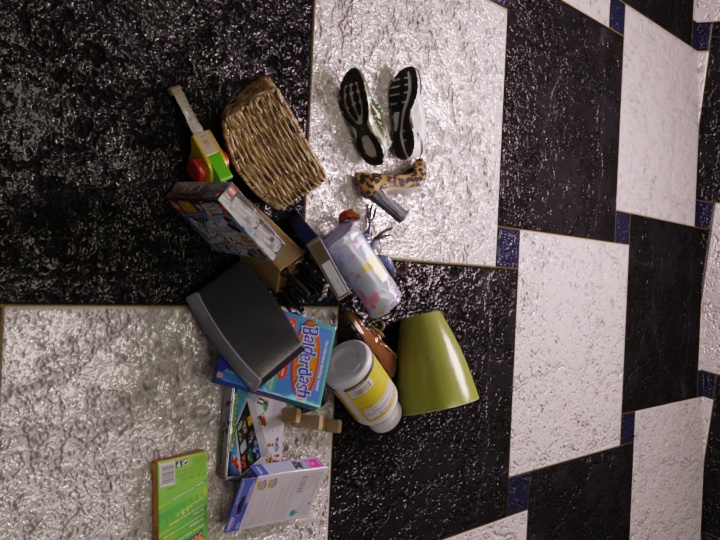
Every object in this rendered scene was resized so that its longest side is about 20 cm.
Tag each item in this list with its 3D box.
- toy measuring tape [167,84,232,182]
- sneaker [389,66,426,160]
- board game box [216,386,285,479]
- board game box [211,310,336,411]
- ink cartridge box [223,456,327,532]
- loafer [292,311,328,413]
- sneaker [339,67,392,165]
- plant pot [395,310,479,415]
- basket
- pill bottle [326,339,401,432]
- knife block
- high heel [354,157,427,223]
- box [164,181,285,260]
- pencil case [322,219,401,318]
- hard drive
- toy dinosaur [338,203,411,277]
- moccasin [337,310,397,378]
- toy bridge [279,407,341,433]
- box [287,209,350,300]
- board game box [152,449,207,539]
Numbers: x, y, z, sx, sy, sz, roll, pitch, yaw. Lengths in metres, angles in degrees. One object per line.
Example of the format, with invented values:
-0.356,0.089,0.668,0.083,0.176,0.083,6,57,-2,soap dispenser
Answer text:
-0.280,-0.212,1.183,0.073,0.073,0.203,-30,89,-38,toy measuring tape
0.110,-0.346,1.535,0.079,0.072,0.206,-7,101,-57,sneaker
-0.198,0.275,1.282,0.124,0.034,0.206,8,86,-43,board game box
-0.152,0.150,1.245,0.196,0.045,0.156,18,67,-17,board game box
-0.163,0.416,1.291,0.197,0.042,0.122,5,112,-45,ink cartridge box
-0.114,0.183,1.337,0.062,0.071,0.204,-28,113,-34,loafer
0.017,-0.327,1.448,0.089,0.075,0.204,-47,127,-46,sneaker
0.151,0.199,1.531,0.184,0.185,0.205,-6,81,-42,plant pot
-0.171,-0.228,1.269,0.141,0.149,0.202,-32,117,-1,basket
0.011,0.245,1.421,0.112,0.110,0.202,-55,133,-26,pill bottle
-0.143,-0.023,1.227,0.064,0.173,0.204,-36,115,-35,knife block
0.069,-0.214,1.506,0.142,0.071,0.202,38,51,-14,high heel
-0.225,-0.083,1.130,0.040,0.198,0.137,-53,125,-21,box
0.000,0.000,1.400,0.201,0.090,0.083,54,48,-18,pencil case
-0.194,0.090,1.197,0.134,0.042,0.202,-36,88,-27,hard drive
0.016,-0.042,1.442,0.179,0.105,0.204,26,84,-21,toy dinosaur
0.020,0.148,1.458,0.202,0.073,0.079,47,53,-31,moccasin
-0.104,0.293,1.343,0.200,0.066,0.028,38,53,-60,toy bridge
-0.083,-0.034,1.291,0.032,0.200,0.123,-30,116,-4,box
-0.309,0.419,1.189,0.094,0.030,0.206,-2,90,-42,board game box
